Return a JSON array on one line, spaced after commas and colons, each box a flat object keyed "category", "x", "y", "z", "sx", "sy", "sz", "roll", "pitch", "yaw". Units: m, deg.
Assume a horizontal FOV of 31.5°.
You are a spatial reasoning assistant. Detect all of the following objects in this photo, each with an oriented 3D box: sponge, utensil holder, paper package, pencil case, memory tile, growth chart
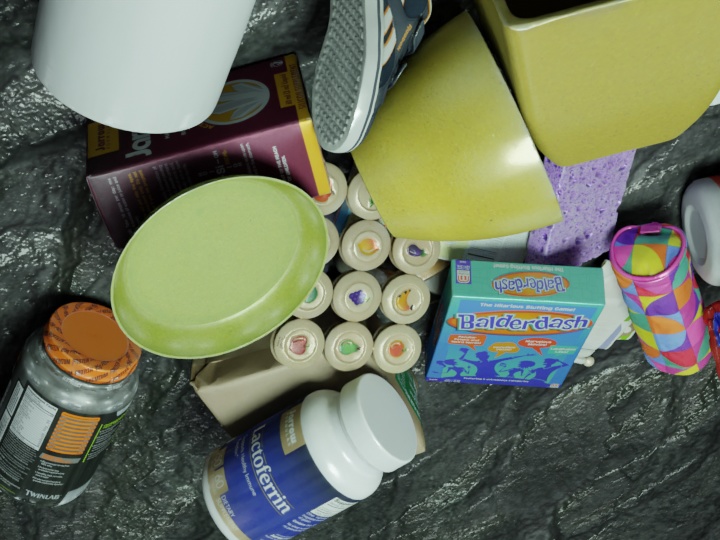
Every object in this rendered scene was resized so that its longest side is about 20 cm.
[{"category": "sponge", "x": 0.220, "y": -0.084, "z": 1.258, "sx": 0.111, "sy": 0.030, "sz": 0.201, "roll": -25, "pitch": 139, "yaw": -32}, {"category": "utensil holder", "x": -0.157, "y": -0.232, "z": 0.987, "sx": 0.169, "sy": 0.170, "sz": 0.200, "roll": 9, "pitch": 130, "yaw": -20}, {"category": "paper package", "x": -0.050, "y": 0.123, "z": 1.346, "sx": 0.190, "sy": 0.104, "sz": 0.200, "roll": -18, "pitch": 132, "yaw": 13}, {"category": "pencil case", "x": 0.320, "y": 0.030, "z": 1.349, "sx": 0.088, "sy": 0.089, "sz": 0.200, "roll": -23, "pitch": 140, "yaw": 7}, {"category": "memory tile", "x": 0.000, "y": 0.000, "z": 1.207, "sx": 0.153, "sy": 0.017, "sz": 0.201, "roll": 5, "pitch": 102, "yaw": -19}, {"category": "growth chart", "x": 0.278, "y": 0.039, "z": 1.408, "sx": 0.144, "sy": 0.018, "sz": 0.200, "roll": 18, "pitch": 125, "yaw": -38}]

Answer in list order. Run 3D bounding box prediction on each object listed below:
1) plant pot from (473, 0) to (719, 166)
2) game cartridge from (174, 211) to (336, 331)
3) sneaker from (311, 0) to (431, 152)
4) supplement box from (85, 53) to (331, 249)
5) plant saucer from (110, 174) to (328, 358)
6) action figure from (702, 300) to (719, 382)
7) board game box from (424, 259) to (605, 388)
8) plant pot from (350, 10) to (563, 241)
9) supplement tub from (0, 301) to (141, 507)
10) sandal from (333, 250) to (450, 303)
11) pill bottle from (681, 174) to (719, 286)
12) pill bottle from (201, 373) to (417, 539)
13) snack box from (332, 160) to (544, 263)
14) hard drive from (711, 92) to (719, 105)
[{"category": "plant pot", "x": 0.199, "y": -0.204, "z": 1.082, "sx": 0.195, "sy": 0.195, "sz": 0.200, "roll": -14, "pitch": 137, "yaw": -1}, {"category": "game cartridge", "x": -0.101, "y": -0.009, "z": 1.210, "sx": 0.200, "sy": 0.038, "sz": 0.130, "roll": -29, "pitch": 139, "yaw": -37}, {"category": "sneaker", "x": 0.014, "y": -0.194, "z": 1.065, "sx": 0.079, "sy": 0.078, "sz": 0.201, "roll": 8, "pitch": 90, "yaw": -37}, {"category": "supplement box", "x": -0.137, "y": -0.107, "z": 1.135, "sx": 0.199, "sy": 0.111, "sz": 0.086, "roll": -15, "pitch": 131, "yaw": 0}, {"category": "plant saucer", "x": -0.124, "y": -0.008, "z": 1.108, "sx": 0.199, "sy": 0.031, "sz": 0.200, "roll": -18, "pitch": 137, "yaw": -18}, {"category": "action figure", "x": 0.387, "y": 0.051, "z": 1.266, "sx": 0.065, "sy": 0.099, "sz": 0.200, "roll": -12, "pitch": 160, "yaw": 0}, {"category": "board game box", "x": 0.153, "y": 0.059, "z": 1.312, "sx": 0.151, "sy": 0.045, "sz": 0.200, "roll": 3, "pitch": 150, "yaw": -3}, {"category": "plant pot", "x": 0.072, "y": -0.104, "z": 1.116, "sx": 0.142, "sy": 0.200, "sz": 0.200, "roll": -26, "pitch": 131, "yaw": 6}, {"category": "supplement tub", "x": -0.302, "y": 0.135, "z": 1.300, "sx": 0.122, "sy": 0.123, "sz": 0.200, "roll": 16, "pitch": 125, "yaw": -25}, {"category": "sandal", "x": 0.069, "y": 0.010, "z": 1.317, "sx": 0.199, "sy": 0.055, "sz": 0.082, "roll": 23, "pitch": 122, "yaw": -21}, {"category": "pill bottle", "x": 0.440, "y": -0.056, "z": 1.309, "sx": 0.199, "sy": 0.113, "sz": 0.113, "roll": -12, "pitch": 132, "yaw": -3}, {"category": "pill bottle", "x": -0.050, "y": 0.187, "z": 1.258, "sx": 0.200, "sy": 0.116, "sz": 0.116, "roll": -32, "pitch": 130, "yaw": 23}, {"category": "snack box", "x": 0.084, "y": -0.070, "z": 1.253, "sx": 0.199, "sy": 0.037, "sz": 0.117, "roll": 12, "pitch": 114, "yaw": -22}, {"category": "hard drive", "x": 0.373, "y": -0.255, "z": 1.180, "sx": 0.131, "sy": 0.026, "sz": 0.200, "roll": -16, "pitch": 131, "yaw": 1}]
